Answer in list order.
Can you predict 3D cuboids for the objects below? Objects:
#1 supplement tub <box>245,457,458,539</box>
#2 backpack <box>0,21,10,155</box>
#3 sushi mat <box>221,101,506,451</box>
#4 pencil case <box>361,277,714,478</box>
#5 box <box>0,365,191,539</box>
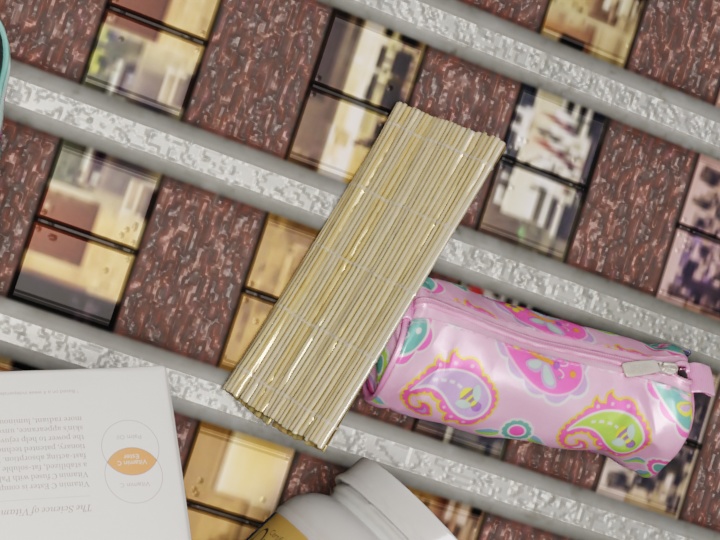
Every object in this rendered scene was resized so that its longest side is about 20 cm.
[{"bbox_3d":[-0.030,0.213,0.914,0.200,0.145,0.145,-42,102,-12],"label":"supplement tub"},{"bbox_3d":[-0.262,-0.063,0.829,0.175,0.154,0.201,12,51,-15],"label":"backpack"},{"bbox_3d":[0.000,0.000,0.949,0.012,0.095,0.201,39,78,-44],"label":"sushi mat"},{"bbox_3d":[0.099,0.059,0.979,0.199,0.087,0.088,15,87,-14],"label":"pencil case"},{"bbox_3d":[-0.147,0.156,0.800,0.124,0.098,0.201,0,62,-21],"label":"box"}]
